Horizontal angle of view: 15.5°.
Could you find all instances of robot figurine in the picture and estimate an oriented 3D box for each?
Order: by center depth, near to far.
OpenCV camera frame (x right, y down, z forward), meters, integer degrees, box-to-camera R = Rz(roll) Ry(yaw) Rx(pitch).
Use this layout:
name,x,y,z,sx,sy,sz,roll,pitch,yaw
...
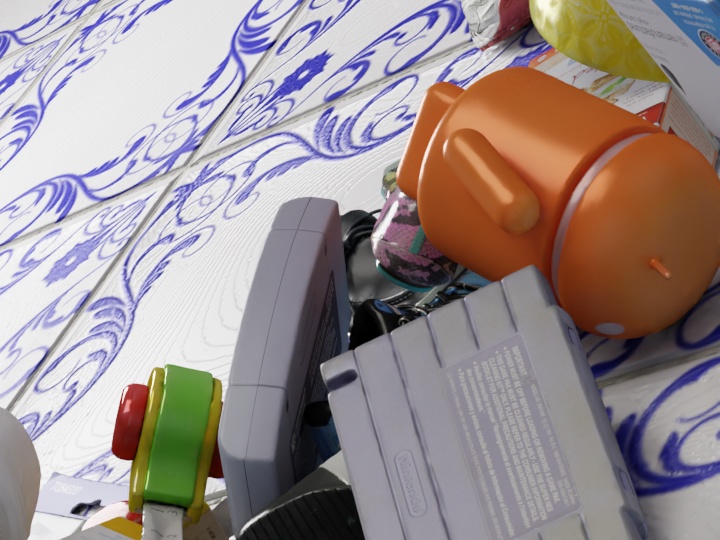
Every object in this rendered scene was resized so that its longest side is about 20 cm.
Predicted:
name,x,y,z,sx,sy,sz,roll,pitch,yaw
robot figurine,0.109,-0.035,1.401,0.200,0.144,0.117,29,66,37

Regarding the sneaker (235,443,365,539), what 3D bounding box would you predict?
name,x,y,z,sx,sy,sz,roll,pitch,yaw
sneaker,0.025,0.107,1.374,0.200,0.074,0.089,-26,22,6

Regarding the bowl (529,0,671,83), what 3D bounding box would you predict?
name,x,y,z,sx,sy,sz,roll,pitch,yaw
bowl,0.194,-0.204,1.549,0.200,0.108,0.200,-4,34,3

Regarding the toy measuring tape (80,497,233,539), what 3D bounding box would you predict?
name,x,y,z,sx,sy,sz,roll,pitch,yaw
toy measuring tape,-0.100,0.145,1.521,0.200,0.074,0.074,-36,18,-18

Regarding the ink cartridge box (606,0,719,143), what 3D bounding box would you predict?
name,x,y,z,sx,sy,sz,roll,pitch,yaw
ink cartridge box,0.219,-0.087,1.253,0.084,0.200,0.145,-44,20,-7

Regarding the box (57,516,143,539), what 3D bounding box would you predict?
name,x,y,z,sx,sy,sz,roll,pitch,yaw
box,-0.150,0.186,1.356,0.119,0.042,0.200,19,25,36

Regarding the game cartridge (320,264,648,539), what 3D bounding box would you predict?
name,x,y,z,sx,sy,sz,roll,pitch,yaw
game cartridge,0.060,0.096,1.271,0.129,0.038,0.200,-22,45,7

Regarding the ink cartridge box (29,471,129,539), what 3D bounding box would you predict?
name,x,y,z,sx,sy,sz,roll,pitch,yaw
ink cartridge box,-0.230,0.194,1.674,0.200,0.041,0.199,-48,22,-22

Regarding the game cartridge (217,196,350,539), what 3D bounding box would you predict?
name,x,y,z,sx,sy,sz,roll,pitch,yaw
game cartridge,-0.040,0.061,1.456,0.041,0.133,0.200,1,44,13

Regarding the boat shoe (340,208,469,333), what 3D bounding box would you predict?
name,x,y,z,sx,sy,sz,roll,pitch,yaw
boat shoe,0.000,0.000,1.653,0.075,0.062,0.200,-43,22,-16

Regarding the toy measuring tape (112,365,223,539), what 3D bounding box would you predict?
name,x,y,z,sx,sy,sz,roll,pitch,yaw
toy measuring tape,-0.100,0.100,1.430,0.074,0.074,0.200,-36,17,9

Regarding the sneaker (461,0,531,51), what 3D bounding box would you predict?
name,x,y,z,sx,sy,sz,roll,pitch,yaw
sneaker,0.091,-0.222,1.939,0.078,0.082,0.200,-37,21,7

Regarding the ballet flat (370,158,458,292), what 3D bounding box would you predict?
name,x,y,z,sx,sy,sz,roll,pitch,yaw
ballet flat,0.047,-0.046,1.577,0.071,0.069,0.200,-62,2,17

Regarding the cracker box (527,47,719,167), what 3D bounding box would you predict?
name,x,y,z,sx,sy,sz,roll,pitch,yaw
cracker box,0.150,-0.086,1.579,0.134,0.058,0.200,-27,24,30

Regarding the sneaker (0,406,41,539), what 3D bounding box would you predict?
name,x,y,z,sx,sy,sz,roll,pitch,yaw
sneaker,-0.202,0.175,1.482,0.074,0.200,0.116,1,25,2

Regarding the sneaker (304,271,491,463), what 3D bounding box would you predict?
name,x,y,z,sx,sy,sz,roll,pitch,yaw
sneaker,0.043,0.039,1.450,0.078,0.090,0.200,-10,34,53
